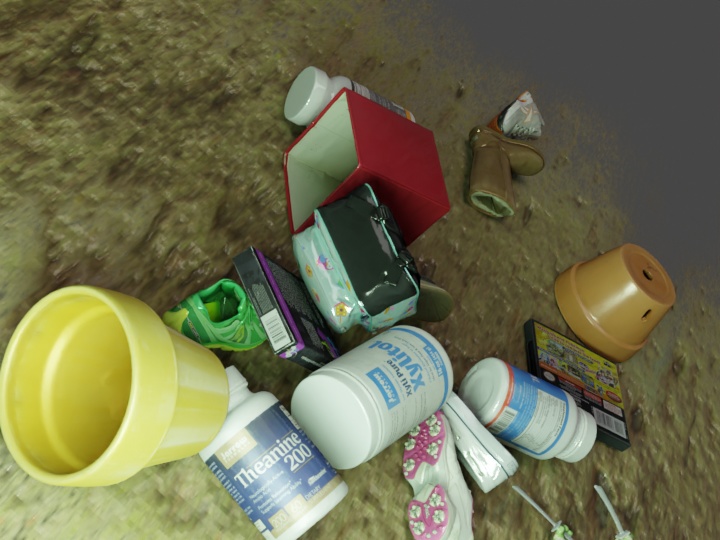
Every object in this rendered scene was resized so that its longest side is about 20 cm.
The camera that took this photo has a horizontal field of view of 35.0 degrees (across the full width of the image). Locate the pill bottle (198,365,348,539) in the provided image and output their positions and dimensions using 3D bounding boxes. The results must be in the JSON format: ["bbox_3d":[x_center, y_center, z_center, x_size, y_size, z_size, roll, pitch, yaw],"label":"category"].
[{"bbox_3d":[-0.116,0.212,1.316,0.200,0.111,0.111,50,35,5],"label":"pill bottle"}]

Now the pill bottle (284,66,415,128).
[{"bbox_3d":[-0.017,-0.249,1.870,0.200,0.116,0.117,23,41,-28],"label":"pill bottle"}]

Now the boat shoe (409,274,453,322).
[{"bbox_3d":[0.041,0.026,1.708,0.200,0.072,0.066,17,14,-18],"label":"boat shoe"}]

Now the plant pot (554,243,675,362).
[{"bbox_3d":[0.470,0.045,2.061,0.200,0.140,0.200,26,40,-25],"label":"plant pot"}]

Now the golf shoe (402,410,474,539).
[{"bbox_3d":[0.108,0.283,1.524,0.091,0.075,0.200,35,41,-35],"label":"golf shoe"}]

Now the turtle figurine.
[{"bbox_3d":[0.341,0.382,1.593,0.194,0.144,0.200,21,45,-37],"label":"turtle figurine"}]

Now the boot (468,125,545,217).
[{"bbox_3d":[0.274,-0.170,2.142,0.175,0.066,0.200,19,41,-15],"label":"boot"}]

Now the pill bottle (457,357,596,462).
[{"bbox_3d":[0.250,0.214,1.692,0.200,0.112,0.112,27,39,-27],"label":"pill bottle"}]

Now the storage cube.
[{"bbox_3d":[0.006,-0.134,1.733,0.179,0.171,0.200,22,41,-33],"label":"storage cube"}]

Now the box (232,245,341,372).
[{"bbox_3d":[-0.088,0.060,1.488,0.143,0.036,0.200,63,11,23],"label":"box"}]

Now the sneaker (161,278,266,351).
[{"bbox_3d":[-0.161,0.056,1.440,0.074,0.084,0.200,55,27,15],"label":"sneaker"}]

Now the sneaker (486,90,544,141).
[{"bbox_3d":[0.326,-0.297,2.311,0.092,0.076,0.200,50,36,-2],"label":"sneaker"}]

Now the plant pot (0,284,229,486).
[{"bbox_3d":[-0.247,0.129,1.212,0.189,0.201,0.201,20,40,-57],"label":"plant pot"}]

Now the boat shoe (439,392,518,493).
[{"bbox_3d":[0.130,0.224,1.591,0.200,0.067,0.074,43,-13,31],"label":"boat shoe"}]

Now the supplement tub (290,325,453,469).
[{"bbox_3d":[0.019,0.160,1.482,0.132,0.132,0.200,52,38,9],"label":"supplement tub"}]

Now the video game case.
[{"bbox_3d":[0.361,0.190,1.904,0.200,0.026,0.181,27,39,-23],"label":"video game case"}]

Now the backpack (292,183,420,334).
[{"bbox_3d":[0.000,0.000,1.555,0.176,0.153,0.200,61,3,14],"label":"backpack"}]
